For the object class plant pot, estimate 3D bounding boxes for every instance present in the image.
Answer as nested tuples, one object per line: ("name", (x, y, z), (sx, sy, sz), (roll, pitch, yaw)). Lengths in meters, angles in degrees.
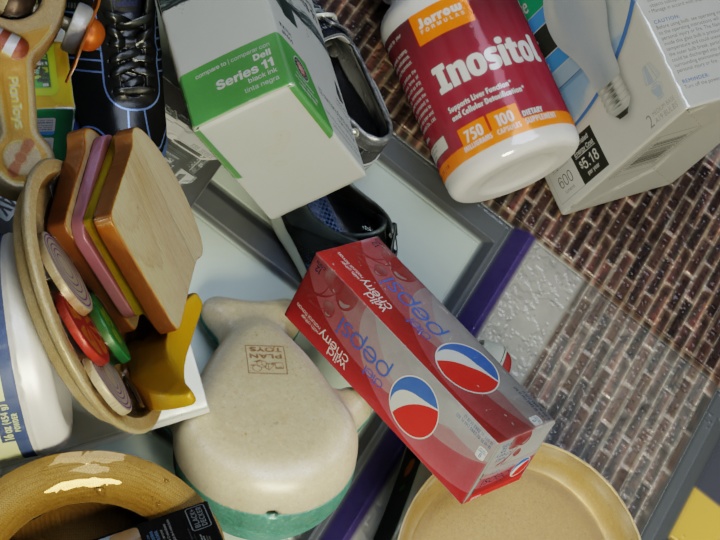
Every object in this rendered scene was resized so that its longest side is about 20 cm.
("plant pot", (0.111, 0.221, 1.637), (0.199, 0.027, 0.201), (5, 76, -20))

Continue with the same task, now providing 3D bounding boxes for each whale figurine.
("whale figurine", (-0.073, 0.106, 1.634), (0.158, 0.104, 0.200), (1, 43, -11))

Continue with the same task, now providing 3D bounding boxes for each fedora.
("fedora", (-0.185, 0.188, 1.516), (0.200, 0.201, 0.082), (9, 24, -22))

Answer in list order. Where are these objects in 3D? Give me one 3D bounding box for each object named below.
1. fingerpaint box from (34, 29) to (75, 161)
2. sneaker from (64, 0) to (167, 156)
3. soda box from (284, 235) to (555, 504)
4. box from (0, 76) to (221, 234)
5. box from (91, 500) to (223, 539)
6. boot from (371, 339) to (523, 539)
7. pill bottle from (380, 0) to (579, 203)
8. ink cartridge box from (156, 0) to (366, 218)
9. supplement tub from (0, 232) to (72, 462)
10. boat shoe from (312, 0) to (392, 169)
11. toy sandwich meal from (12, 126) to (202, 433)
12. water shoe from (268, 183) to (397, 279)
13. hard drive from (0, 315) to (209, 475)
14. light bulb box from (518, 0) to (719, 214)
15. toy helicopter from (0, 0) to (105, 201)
("fingerpaint box", (-0.307, -0.154, 1.603), (0.199, 0.073, 0.167), (-3, 57, -14))
("sneaker", (-0.176, -0.163, 1.645), (0.070, 0.078, 0.201), (-7, 69, -29))
("soda box", (0.040, 0.068, 1.619), (0.070, 0.064, 0.200), (-16, 53, -46))
("box", (-0.202, -0.067, 1.664), (0.157, 0.050, 0.200), (37, 56, -5))
("box", (-0.172, 0.237, 1.461), (0.199, 0.117, 0.060), (-17, 31, -9))
("boot", (0.103, 0.162, 1.697), (0.144, 0.072, 0.201), (28, 66, -12))
("pill bottle", (0.084, -0.164, 1.810), (0.113, 0.113, 0.201), (-16, 75, -30))
("ink cartridge box", (-0.080, -0.162, 1.663), (0.083, 0.147, 0.201), (-24, 59, 11))
("supplement tub", (-0.293, 0.061, 1.475), (0.199, 0.145, 0.146), (-10, 70, -2))
("boat shoe", (-0.038, -0.173, 1.781), (0.072, 0.068, 0.201), (-21, 78, -32))
("toy sandwich meal", (-0.151, 0.006, 1.472), (0.070, 0.205, 0.206), (-20, 72, 14))
("water shoe", (0.000, 0.000, 1.714), (0.071, 0.079, 0.200), (-34, 85, -33))
("hard drive", (-0.215, 0.062, 1.564), (0.199, 0.026, 0.132), (-16, 74, -4))
("light bulb box", (0.211, -0.184, 1.829), (0.124, 0.198, 0.201), (-16, 74, -32))
("toy helicopter", (-0.226, -0.140, 1.536), (0.132, 0.079, 0.201), (-1, 68, -23))
